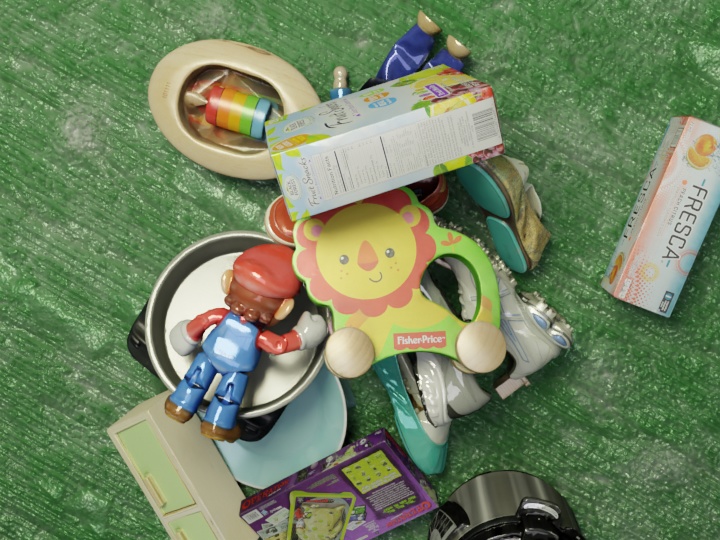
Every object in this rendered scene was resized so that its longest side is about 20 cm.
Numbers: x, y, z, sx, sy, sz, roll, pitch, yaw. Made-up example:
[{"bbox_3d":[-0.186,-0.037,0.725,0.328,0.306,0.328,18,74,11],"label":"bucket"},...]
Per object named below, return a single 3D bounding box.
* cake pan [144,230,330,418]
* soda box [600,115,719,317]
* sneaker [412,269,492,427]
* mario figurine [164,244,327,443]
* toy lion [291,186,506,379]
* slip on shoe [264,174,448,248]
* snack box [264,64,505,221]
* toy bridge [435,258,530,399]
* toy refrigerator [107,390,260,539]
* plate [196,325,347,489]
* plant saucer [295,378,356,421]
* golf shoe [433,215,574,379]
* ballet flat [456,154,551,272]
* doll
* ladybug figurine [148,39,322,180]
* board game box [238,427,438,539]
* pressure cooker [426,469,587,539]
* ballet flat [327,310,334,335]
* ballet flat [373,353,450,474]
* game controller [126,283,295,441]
[{"bbox_3d":[-0.129,0.058,0.873,0.197,0.037,0.203,1,75,-4],"label":"cake pan"},{"bbox_3d":[0.329,-0.058,0.862,0.068,0.064,0.202,21,101,0],"label":"soda box"},{"bbox_3d":[0.081,0.056,0.844,0.078,0.074,0.203,-15,90,3],"label":"sneaker"},{"bbox_3d":[-0.115,0.068,0.826,0.123,0.106,0.202,31,84,-30],"label":"mario figurine"},{"bbox_3d":[0.033,0.005,0.782,0.197,0.069,0.194,-1,82,-3],"label":"toy lion"},{"bbox_3d":[-0.003,-0.073,0.839,0.197,0.061,0.075,-12,73,-4],"label":"slip on shoe"},{"bbox_3d":[0.014,-0.126,0.760,0.198,0.169,0.068,-19,111,-2],"label":"snack box"},{"bbox_3d":[0.129,0.050,0.911,0.067,0.027,0.201,-37,94,8],"label":"toy bridge"},{"bbox_3d":[-0.201,0.244,0.934,0.075,0.070,0.202,-25,98,29],"label":"toy refrigerator"},{"bbox_3d":[-0.107,0.155,0.934,0.197,0.026,0.203,4,104,14],"label":"plate"},{"bbox_3d":[-0.073,0.079,0.935,0.069,0.019,0.202,-21,98,8],"label":"plant saucer"},{"bbox_3d":[0.129,0.033,0.860,0.200,0.078,0.097,44,102,-2],"label":"golf shoe"},{"bbox_3d":[0.151,-0.074,0.828,0.070,0.071,0.200,-28,139,8],"label":"ballet flat"},{"bbox_3d":[0.025,-0.176,0.871,0.136,0.048,0.201,39,103,2],"label":"doll"},{"bbox_3d":[-0.126,-0.170,0.870,0.198,0.072,0.137,21,101,0],"label":"ladybug figurine"},{"bbox_3d":[-0.025,0.266,0.927,0.199,0.032,0.121,-29,112,15],"label":"board game box"},{"bbox_3d":[0.165,0.325,0.866,0.177,0.200,0.177,-30,97,9],"label":"pressure cooker"},{"bbox_3d":[0.000,0.000,0.879,0.068,0.071,0.202,4,63,5],"label":"ballet flat"},{"bbox_3d":[0.065,0.136,0.904,0.070,0.067,0.202,-21,96,35],"label":"ballet flat"},{"bbox_3d":[-0.168,0.101,0.911,0.199,0.042,0.105,36,94,6],"label":"game controller"}]
